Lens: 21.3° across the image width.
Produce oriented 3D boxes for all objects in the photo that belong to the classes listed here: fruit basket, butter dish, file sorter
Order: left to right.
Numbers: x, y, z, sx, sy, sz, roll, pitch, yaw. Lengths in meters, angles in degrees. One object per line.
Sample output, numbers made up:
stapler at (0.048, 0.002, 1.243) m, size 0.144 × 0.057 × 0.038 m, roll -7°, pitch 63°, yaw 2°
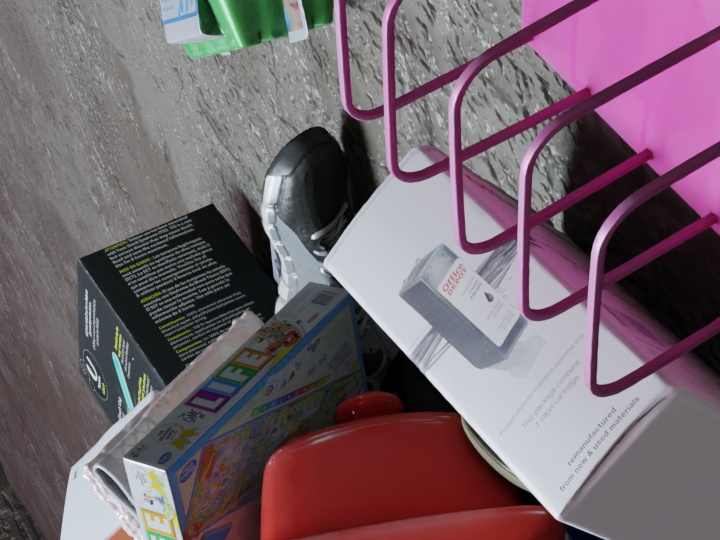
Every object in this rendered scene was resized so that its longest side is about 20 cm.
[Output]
fruit basket at (-0.091, -0.225, 1.126) m, size 0.185 × 0.094 × 0.200 m, roll 8°, pitch 121°, yaw 68°
butter dish at (0.015, 0.143, 1.151) m, size 0.200 × 0.199 × 0.148 m, roll 83°, pitch 179°, yaw -60°
file sorter at (0.089, -0.069, 0.806) m, size 0.200 × 0.125 × 0.139 m, roll 50°, pitch 159°, yaw 32°

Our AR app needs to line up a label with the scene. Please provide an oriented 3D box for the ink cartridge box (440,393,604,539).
ink cartridge box at (0.094, 0.093, 1.167) m, size 0.200 × 0.039 × 0.099 m, roll 61°, pitch 161°, yaw 1°

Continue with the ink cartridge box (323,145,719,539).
ink cartridge box at (0.095, 0.042, 0.918) m, size 0.146 × 0.085 × 0.200 m, roll 28°, pitch -164°, yaw -49°

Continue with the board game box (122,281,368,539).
board game box at (-0.063, 0.116, 1.197) m, size 0.034 × 0.200 × 0.135 m, roll 12°, pitch 127°, yaw 31°

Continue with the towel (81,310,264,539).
towel at (-0.064, 0.151, 1.273) m, size 0.200 × 0.191 × 0.032 m, roll 51°, pitch 136°, yaw -5°

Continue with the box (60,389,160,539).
box at (-0.094, 0.183, 1.345) m, size 0.124 × 0.200 × 0.098 m, roll -42°, pitch 34°, yaw 41°

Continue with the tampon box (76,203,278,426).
tampon box at (-0.120, 0.081, 1.483) m, size 0.200 × 0.126 × 0.150 m, roll 52°, pitch 152°, yaw 29°

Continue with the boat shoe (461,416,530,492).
boat shoe at (0.128, 0.090, 1.025) m, size 0.200 × 0.075 × 0.069 m, roll 30°, pitch 142°, yaw 43°

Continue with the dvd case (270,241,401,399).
dvd case at (-0.017, 0.066, 1.447) m, size 0.150 × 0.025 × 0.200 m, roll 50°, pitch 159°, yaw 32°

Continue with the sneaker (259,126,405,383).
sneaker at (0.000, 0.000, 1.260) m, size 0.115 × 0.075 × 0.200 m, roll 34°, pitch 149°, yaw 28°
